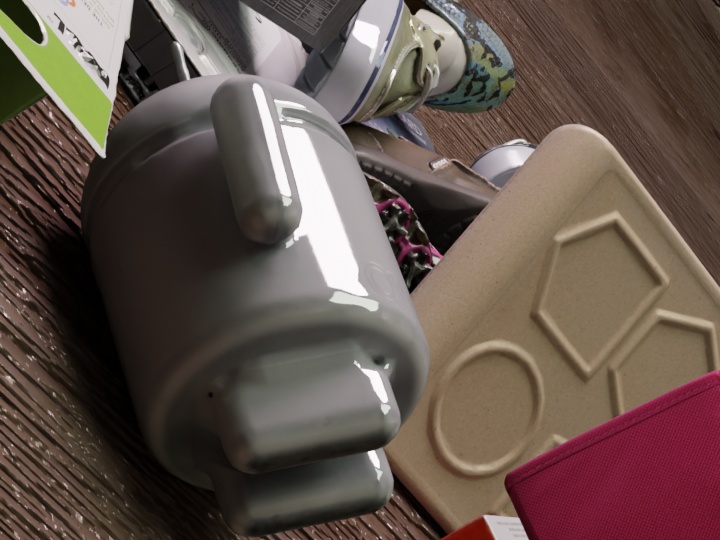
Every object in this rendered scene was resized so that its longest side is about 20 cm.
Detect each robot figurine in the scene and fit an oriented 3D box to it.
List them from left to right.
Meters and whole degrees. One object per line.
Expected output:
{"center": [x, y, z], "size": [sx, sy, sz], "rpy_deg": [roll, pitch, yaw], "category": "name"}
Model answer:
{"center": [-0.043, 0.005, 1.069], "size": [0.170, 0.113, 0.200], "rpy_deg": [100, -24, -49], "category": "robot figurine"}

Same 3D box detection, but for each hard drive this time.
{"center": [-0.083, -0.123, 1.351], "size": [0.140, 0.038, 0.200], "rpy_deg": [55, 16, -9], "category": "hard drive"}

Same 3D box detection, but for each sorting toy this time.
{"center": [0.099, 0.058, 1.342], "size": [0.200, 0.185, 0.036], "rpy_deg": [48, -15, -27], "category": "sorting toy"}

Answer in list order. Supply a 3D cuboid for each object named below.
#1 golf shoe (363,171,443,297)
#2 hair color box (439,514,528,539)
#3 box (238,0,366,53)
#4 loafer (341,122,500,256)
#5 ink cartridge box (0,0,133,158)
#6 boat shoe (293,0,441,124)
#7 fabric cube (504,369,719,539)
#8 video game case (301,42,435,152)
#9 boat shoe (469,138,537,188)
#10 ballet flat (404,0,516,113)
{"center": [0.000, 0.000, 1.334], "size": [0.092, 0.073, 0.200], "rpy_deg": [37, -4, 43], "category": "golf shoe"}
{"center": [0.091, 0.207, 1.193], "size": [0.200, 0.064, 0.111], "rpy_deg": [61, 13, 16], "category": "hair color box"}
{"center": [-0.094, -0.202, 1.316], "size": [0.200, 0.048, 0.159], "rpy_deg": [31, 19, -26], "category": "box"}
{"center": [0.031, -0.038, 1.441], "size": [0.200, 0.073, 0.071], "rpy_deg": [30, 26, -45], "category": "loafer"}
{"center": [-0.157, -0.121, 1.030], "size": [0.148, 0.076, 0.200], "rpy_deg": [52, 17, -23], "category": "ink cartridge box"}
{"center": [0.012, -0.109, 1.390], "size": [0.062, 0.072, 0.200], "rpy_deg": [33, 16, -6], "category": "boat shoe"}
{"center": [0.201, 0.158, 1.102], "size": [0.196, 0.200, 0.200], "rpy_deg": [52, 13, -56], "category": "fabric cube"}
{"center": [0.035, -0.028, 1.575], "size": [0.143, 0.019, 0.200], "rpy_deg": [35, 26, -57], "category": "video game case"}
{"center": [0.100, -0.048, 1.720], "size": [0.068, 0.072, 0.200], "rpy_deg": [64, 12, 23], "category": "boat shoe"}
{"center": [0.004, -0.144, 1.577], "size": [0.200, 0.074, 0.074], "rpy_deg": [34, 21, -14], "category": "ballet flat"}
